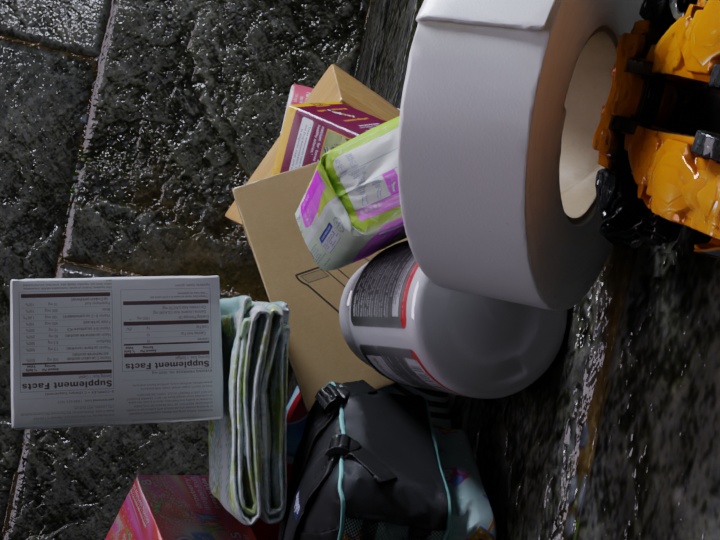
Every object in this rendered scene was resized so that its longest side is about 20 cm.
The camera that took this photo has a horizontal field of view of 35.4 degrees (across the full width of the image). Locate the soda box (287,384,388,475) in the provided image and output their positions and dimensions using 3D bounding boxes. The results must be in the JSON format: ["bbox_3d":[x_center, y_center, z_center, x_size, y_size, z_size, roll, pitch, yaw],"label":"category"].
[{"bbox_3d":[-0.025,0.120,1.026,0.064,0.068,0.200,-79,15,-65],"label":"soda box"}]

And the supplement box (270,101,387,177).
[{"bbox_3d":[0.019,-0.074,1.060,0.086,0.200,0.111,-17,-52,-55],"label":"supplement box"}]

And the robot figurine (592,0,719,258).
[{"bbox_3d":[0.160,-0.070,0.513,0.200,0.058,0.146,-110,33,-76],"label":"robot figurine"}]

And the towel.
[{"bbox_3d":[-0.097,0.108,0.918,0.200,0.048,0.172,170,102,-76],"label":"towel"}]

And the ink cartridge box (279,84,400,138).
[{"bbox_3d":[0.002,-0.113,1.291,0.085,0.199,0.146,-94,17,-65],"label":"ink cartridge box"}]

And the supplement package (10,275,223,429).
[{"bbox_3d":[-0.201,0.065,0.922,0.200,0.155,0.111,169,99,-75],"label":"supplement package"}]

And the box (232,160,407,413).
[{"bbox_3d":[0.000,0.000,0.952,0.021,0.163,0.201,111,140,-77],"label":"box"}]

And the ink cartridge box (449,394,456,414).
[{"bbox_3d":[0.057,0.115,1.125,0.174,0.043,0.201,47,129,51],"label":"ink cartridge box"}]

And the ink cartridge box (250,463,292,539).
[{"bbox_3d":[-0.032,0.282,0.992,0.084,0.175,0.201,-121,43,-80],"label":"ink cartridge box"}]

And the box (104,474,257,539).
[{"bbox_3d":[-0.137,0.278,0.958,0.103,0.094,0.200,-60,42,25],"label":"box"}]

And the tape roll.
[{"bbox_3d":[0.094,-0.082,0.611,0.202,0.071,0.203,-33,-50,-53],"label":"tape roll"}]

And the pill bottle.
[{"bbox_3d":[0.058,0.031,0.829,0.200,0.113,0.114,174,108,-73],"label":"pill bottle"}]

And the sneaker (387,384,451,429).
[{"bbox_3d":[0.035,0.145,1.071,0.200,0.075,0.116,-32,45,61],"label":"sneaker"}]

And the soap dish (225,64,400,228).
[{"bbox_3d":[-0.023,-0.090,1.197,0.200,0.157,0.081,-53,22,13],"label":"soap dish"}]

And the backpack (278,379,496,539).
[{"bbox_3d":[0.011,0.208,0.854,0.176,0.153,0.201,-109,37,-64],"label":"backpack"}]

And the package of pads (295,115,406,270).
[{"bbox_3d":[0.056,-0.076,0.834,0.068,0.199,0.155,63,167,5],"label":"package of pads"}]
